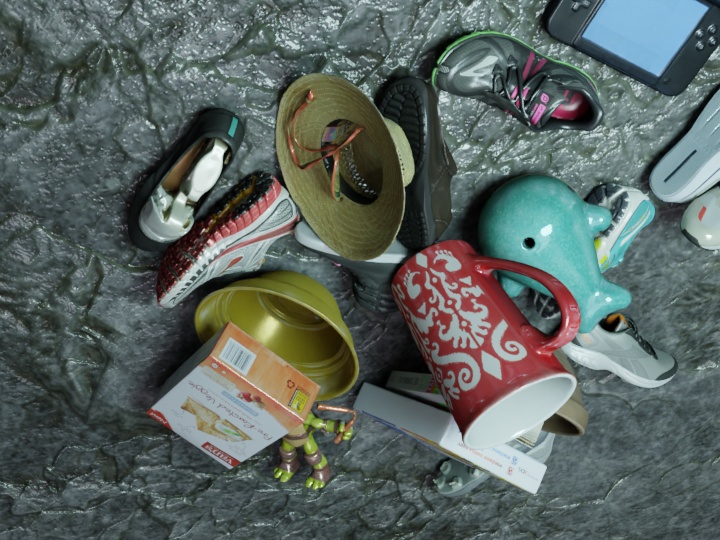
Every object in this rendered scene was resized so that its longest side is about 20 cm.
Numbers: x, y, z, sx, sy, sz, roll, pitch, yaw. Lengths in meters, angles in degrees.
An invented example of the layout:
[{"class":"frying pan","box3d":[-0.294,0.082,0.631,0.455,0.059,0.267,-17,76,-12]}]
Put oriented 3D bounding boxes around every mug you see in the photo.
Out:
[{"class":"mug","box3d":[0.142,0.063,0.921,0.177,0.200,0.133,-34,148,6]}]

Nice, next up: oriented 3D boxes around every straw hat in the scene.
[{"class":"straw hat","box3d":[0.005,-0.116,0.865,0.085,0.201,0.202,-22,136,-36]}]

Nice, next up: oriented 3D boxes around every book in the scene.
[{"class":"book","box3d":[0.125,0.165,1.066,0.133,0.200,0.048,27,78,-13]}]

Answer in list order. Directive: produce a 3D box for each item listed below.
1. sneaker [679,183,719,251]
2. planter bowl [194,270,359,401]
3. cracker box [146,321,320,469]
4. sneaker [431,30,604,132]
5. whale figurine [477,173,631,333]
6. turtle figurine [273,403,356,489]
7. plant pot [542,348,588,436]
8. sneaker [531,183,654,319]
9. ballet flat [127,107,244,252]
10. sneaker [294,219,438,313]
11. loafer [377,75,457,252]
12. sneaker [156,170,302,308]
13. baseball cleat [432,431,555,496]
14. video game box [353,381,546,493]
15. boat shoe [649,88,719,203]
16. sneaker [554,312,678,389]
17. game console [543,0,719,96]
[{"class":"sneaker","box3d":[0.454,-0.101,0.980,0.199,0.070,0.094,-28,146,-18]},{"class":"planter bowl","box3d":[-0.086,0.060,0.989,0.200,0.084,0.201,13,139,11]},{"class":"cracker box","box3d":[-0.157,0.156,1.015,0.134,0.058,0.200,37,138,-12]},{"class":"sneaker","box3d":[0.170,-0.191,0.875,0.199,0.084,0.077,8,124,-18]},{"class":"whale figurine","box3d":[0.220,-0.015,0.965,0.159,0.104,0.200,-38,91,22]},{"class":"turtle figurine","box3d":[-0.096,0.216,1.138,0.199,0.065,0.162,2,126,10]},{"class":"plant pot","box3d":[0.206,0.136,1.100,0.201,0.201,0.093,33,72,-31]},{"class":"sneaker","box3d":[0.289,-0.014,1.046,0.079,0.078,0.200,14,124,-35]},{"class":"ballet flat","box3d":[-0.190,-0.083,0.888,0.068,0.069,0.200,25,118,-26]},{"class":"sneaker","box3d":[0.000,0.000,0.977,0.199,0.071,0.099,10,125,-33]},{"class":"loafer","box3d":[0.066,-0.121,0.926,0.071,0.073,0.201,-34,133,-37]},{"class":"sneaker","box3d":[-0.149,-0.018,0.941,0.200,0.078,0.082,-36,127,15]},{"class":"baseball cleat","box3d":[0.208,0.284,1.253,0.200,0.070,0.106,-40,124,18]},{"class":"video game box","box3d":[0.113,0.217,1.110,0.182,0.200,0.047,29,79,-30]},{"class":"boat shoe","box3d":[0.423,-0.157,0.978,0.067,0.074,0.200,10,136,-47]},{"class":"sneaker","box3d":[0.361,0.103,1.150,0.199,0.074,0.080,18,116,-24]},{"class":"game console","box3d":[0.317,-0.257,0.837,0.199,0.119,0.171,18,120,-23]}]
